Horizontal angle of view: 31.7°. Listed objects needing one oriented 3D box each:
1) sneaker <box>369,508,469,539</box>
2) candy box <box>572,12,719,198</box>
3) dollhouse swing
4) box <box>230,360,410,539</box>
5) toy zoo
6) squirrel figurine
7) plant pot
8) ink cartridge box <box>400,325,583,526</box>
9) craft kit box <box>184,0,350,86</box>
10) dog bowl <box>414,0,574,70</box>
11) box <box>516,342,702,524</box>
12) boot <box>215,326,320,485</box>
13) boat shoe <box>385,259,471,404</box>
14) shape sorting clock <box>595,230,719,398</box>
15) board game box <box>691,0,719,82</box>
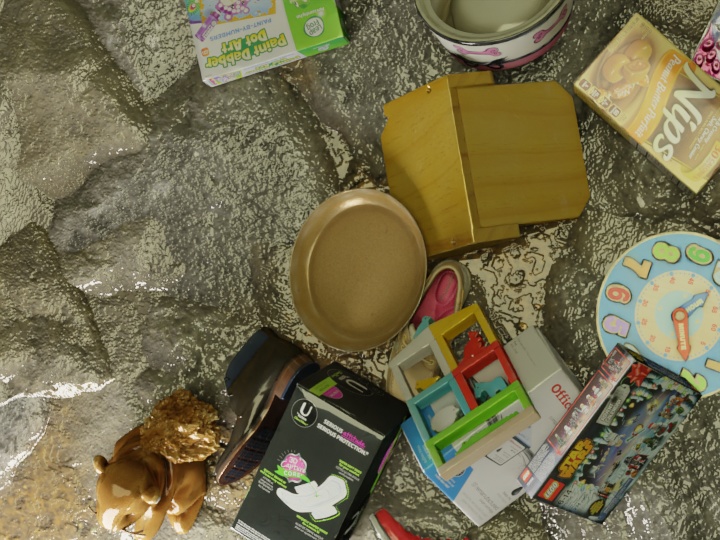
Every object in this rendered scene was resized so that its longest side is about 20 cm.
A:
[{"bbox_3d":[0.096,0.353,1.550,0.199,0.077,0.085,41,84,4],"label":"sneaker"},{"bbox_3d":[0.366,-0.198,1.527,0.200,0.055,0.116,44,95,11],"label":"candy box"},{"bbox_3d":[0.154,-0.130,1.578,0.181,0.174,0.204,-17,82,52],"label":"dollhouse swing"},{"bbox_3d":[-0.043,0.235,1.521,0.123,0.148,0.202,29,105,11],"label":"box"},{"bbox_3d":[0.110,0.125,1.454,0.130,0.020,0.201,-34,48,10],"label":"toy zoo"},{"bbox_3d":[-0.258,0.234,1.560,0.141,0.187,0.202,34,93,11],"label":"squirrel figurine"},{"bbox_3d":[0.000,0.000,1.580,0.197,0.027,0.204,-4,82,31],"label":"plant pot"},{"bbox_3d":[0.170,0.184,1.492,0.199,0.147,0.086,-37,40,8],"label":"ink cartridge box"},{"bbox_3d":[-0.131,-0.363,1.646,0.197,0.048,0.201,-16,86,10],"label":"craft kit box"},{"bbox_3d":[0.168,-0.329,1.532,0.197,0.074,0.203,-10,55,15],"label":"dog bowl"},{"bbox_3d":[0.289,0.193,1.469,0.201,0.136,0.040,-56,37,13],"label":"box"},{"bbox_3d":[-0.138,0.170,1.613,0.097,0.074,0.201,41,99,32],"label":"boot"},{"bbox_3d":[0.077,0.080,1.562,0.073,0.069,0.203,19,90,12],"label":"boat shoe"},{"bbox_3d":[0.381,0.054,1.518,0.196,0.039,0.204,-1,86,11],"label":"shape sorting clock"},{"bbox_3d":[0.526,-0.295,1.516,0.198,0.026,0.202,27,92,12],"label":"board game box"}]
